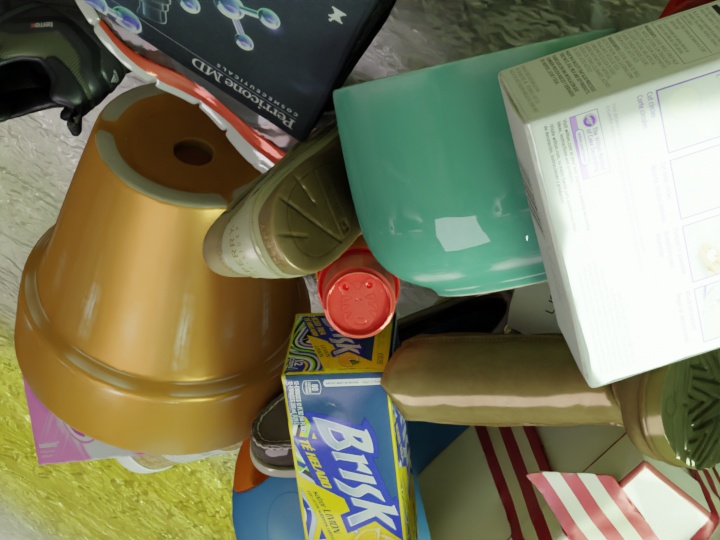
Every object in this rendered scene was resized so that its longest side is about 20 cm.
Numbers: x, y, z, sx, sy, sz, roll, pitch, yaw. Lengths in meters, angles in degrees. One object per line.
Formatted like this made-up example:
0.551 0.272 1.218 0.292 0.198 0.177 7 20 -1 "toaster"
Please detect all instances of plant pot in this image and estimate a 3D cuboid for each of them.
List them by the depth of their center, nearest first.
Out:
-0.122 -0.014 1.118 0.199 0.200 0.184 25 133 12 "plant pot"

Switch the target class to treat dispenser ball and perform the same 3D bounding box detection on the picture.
0.008 0.162 1.214 0.200 0.201 0.201 23 148 16 "treat dispenser ball"

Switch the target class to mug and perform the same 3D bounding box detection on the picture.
0.077 -0.055 0.887 0.151 0.185 0.115 -10 95 32 "mug"

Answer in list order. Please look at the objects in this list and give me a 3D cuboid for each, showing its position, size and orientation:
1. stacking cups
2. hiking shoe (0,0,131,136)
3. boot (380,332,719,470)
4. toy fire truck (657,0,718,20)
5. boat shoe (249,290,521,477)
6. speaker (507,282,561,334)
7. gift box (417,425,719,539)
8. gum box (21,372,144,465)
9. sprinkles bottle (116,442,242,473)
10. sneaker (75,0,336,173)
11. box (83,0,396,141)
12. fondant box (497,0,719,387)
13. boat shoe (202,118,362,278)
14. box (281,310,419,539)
0.000 0.000 1.017 0.060 0.061 0.200 39 -168 -11 "stacking cups"
-0.243 -0.148 1.107 0.199 0.101 0.076 17 145 25 "hiking shoe"
0.101 0.065 0.905 0.199 0.067 0.175 -1 179 29 "boot"
0.190 -0.069 0.875 0.141 0.049 0.200 34 150 -2 "toy fire truck"
0.015 0.070 1.111 0.060 0.199 0.072 76 169 -51 "boat shoe"
0.188 0.035 0.993 0.199 0.081 0.081 24 148 15 "speaker"
0.137 0.168 1.040 0.199 0.187 0.185 32 110 -23 "gift box"
-0.196 0.091 1.376 0.199 0.066 0.114 -12 88 50 "gum box"
-0.138 0.125 1.424 0.068 0.068 0.200 44 147 -19 "sprinkles bottle"
-0.081 -0.141 1.025 0.200 0.077 0.082 38 122 -10 "sneaker"
-0.042 -0.187 0.867 0.148 0.107 0.200 32 150 0 "box"
0.176 -0.047 0.774 0.199 0.058 0.145 -17 121 0 "fondant box"
-0.014 -0.050 0.951 0.064 0.200 0.072 -13 102 37 "boat shoe"
-0.002 0.126 1.037 0.064 0.070 0.201 -3 121 7 "box"
